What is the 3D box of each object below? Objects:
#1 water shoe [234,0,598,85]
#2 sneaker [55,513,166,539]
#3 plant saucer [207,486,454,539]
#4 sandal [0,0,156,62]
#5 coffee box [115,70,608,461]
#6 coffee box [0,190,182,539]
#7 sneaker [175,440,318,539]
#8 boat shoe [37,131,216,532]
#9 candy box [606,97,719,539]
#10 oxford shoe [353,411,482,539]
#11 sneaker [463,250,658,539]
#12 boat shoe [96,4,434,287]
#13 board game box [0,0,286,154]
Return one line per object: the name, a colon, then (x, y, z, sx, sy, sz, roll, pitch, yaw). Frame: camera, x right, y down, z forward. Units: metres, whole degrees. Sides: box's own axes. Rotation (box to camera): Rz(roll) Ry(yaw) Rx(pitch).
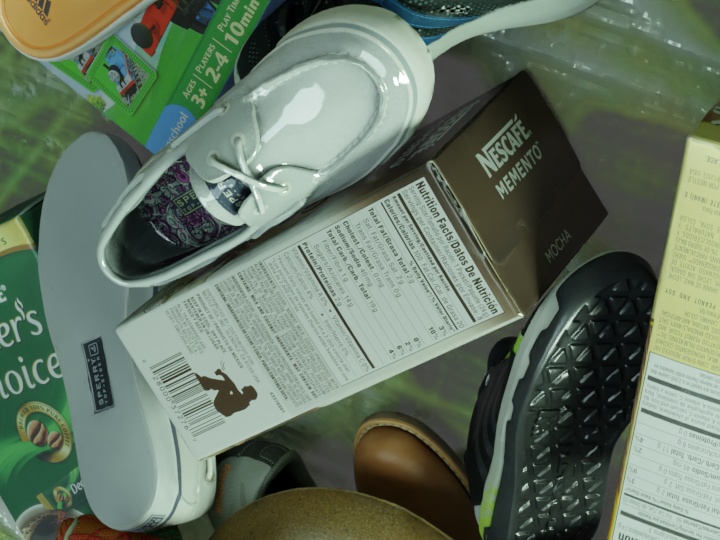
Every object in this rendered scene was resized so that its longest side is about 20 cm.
water shoe: (0.017, -0.131, 0.849, 0.199, 0.072, 0.079, -20, 141, 26)
sneaker: (-0.108, 0.163, 0.980, 0.200, 0.077, 0.074, -159, 59, -71)
plant saucer: (-0.008, 0.205, 0.976, 0.199, 0.035, 0.202, 10, 113, 23)
sandal: (-0.105, -0.150, 0.881, 0.206, 0.059, 0.079, -38, 93, 35)
coffee box: (0.000, 0.000, 0.911, 0.199, 0.113, 0.080, -27, 100, 34)
coffee box: (-0.167, 0.067, 1.076, 0.122, 0.044, 0.201, -19, 103, 35)
sneaker: (-0.026, 0.178, 1.029, 0.079, 0.074, 0.201, -17, 105, 47)
boat shoe: (-0.110, 0.030, 1.003, 0.072, 0.065, 0.202, -22, 74, 34)
candy box: (0.159, 0.020, 0.832, 0.055, 0.115, 0.201, 18, 121, 21)
oxford shoe: (0.035, 0.169, 1.002, 0.071, 0.071, 0.201, -7, 108, 33)
sneaker: (0.078, 0.055, 0.905, 0.201, 0.071, 0.083, 104, 149, -43)
boat shoe: (-0.049, -0.047, 0.858, 0.199, 0.069, 0.072, -23, 111, 42)
board game box: (-0.127, -0.166, 0.944, 0.200, 0.037, 0.152, 38, 126, 8)
